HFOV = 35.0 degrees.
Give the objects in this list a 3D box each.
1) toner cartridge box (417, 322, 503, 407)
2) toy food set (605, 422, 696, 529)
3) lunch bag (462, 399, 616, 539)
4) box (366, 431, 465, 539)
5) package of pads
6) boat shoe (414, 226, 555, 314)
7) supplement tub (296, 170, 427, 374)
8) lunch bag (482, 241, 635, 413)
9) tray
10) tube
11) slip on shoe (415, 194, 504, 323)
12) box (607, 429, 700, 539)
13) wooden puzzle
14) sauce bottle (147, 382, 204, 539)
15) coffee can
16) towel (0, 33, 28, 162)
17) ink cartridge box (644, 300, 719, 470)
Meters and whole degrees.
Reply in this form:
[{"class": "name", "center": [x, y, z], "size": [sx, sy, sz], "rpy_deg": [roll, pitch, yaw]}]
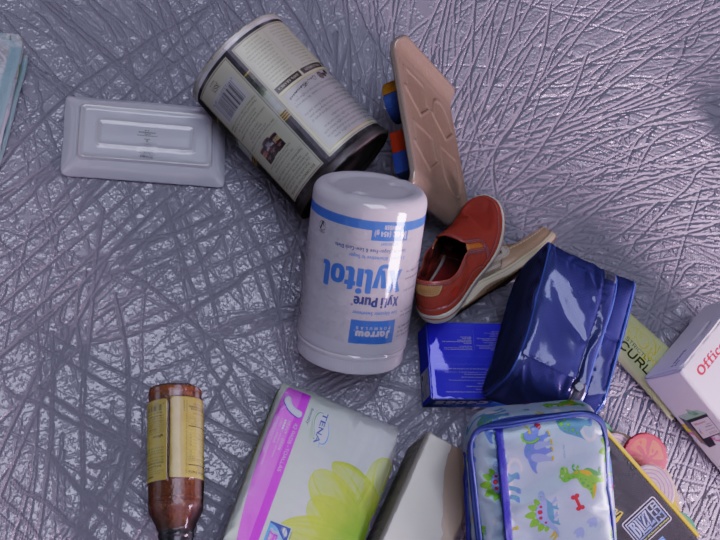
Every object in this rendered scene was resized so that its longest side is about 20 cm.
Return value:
[{"class": "toner cartridge box", "center": [0.171, 0.115, 1.385], "size": [0.197, 0.043, 0.097], "rpy_deg": [2, 71, -13]}, {"class": "toy food set", "center": [0.296, 0.278, 1.352], "size": [0.196, 0.049, 0.202], "rpy_deg": [-22, 76, -20]}, {"class": "lunch bag", "center": [0.187, 0.245, 1.214], "size": [0.158, 0.082, 0.203], "rpy_deg": [-4, 96, 0]}, {"class": "box", "center": [0.057, 0.292, 1.265], "size": [0.077, 0.095, 0.202], "rpy_deg": [28, 67, -3]}, {"class": "package of pads", "center": [-0.053, 0.243, 1.268], "size": [0.153, 0.068, 0.202], "rpy_deg": [22, 67, -5]}, {"class": "boat shoe", "center": [0.156, -0.008, 1.412], "size": [0.199, 0.071, 0.065], "rpy_deg": [-32, 80, -21]}, {"class": "supplement tub", "center": [0.000, 0.000, 1.288], "size": [0.130, 0.132, 0.203], "rpy_deg": [2, 109, -13]}, {"class": "lunch bag", "center": [0.233, 0.088, 1.312], "size": [0.131, 0.136, 0.202], "rpy_deg": [21, 70, -4]}, {"class": "tray", "center": [-0.262, -0.161, 1.394], "size": [0.197, 0.022, 0.109], "rpy_deg": [3, 70, -13]}, {"class": "tube", "center": [0.341, 0.091, 1.436], "size": [0.200, 0.052, 0.058], "rpy_deg": [45, 110, -2]}, {"class": "slip on shoe", "center": [0.118, -0.026, 1.359], "size": [0.073, 0.062, 0.201], "rpy_deg": [8, 46, 30]}, {"class": "box", "center": [0.254, 0.304, 1.284], "size": [0.200, 0.049, 0.160], "rpy_deg": [-42, 87, -1]}, {"class": "wooden puzzle", "center": [0.077, -0.162, 1.415], "size": [0.046, 0.185, 0.203], "rpy_deg": [-12, 71, 23]}, {"class": "sauce bottle", "center": [-0.202, 0.226, 1.241], "size": [0.065, 0.066, 0.203], "rpy_deg": [3, 70, -13]}, {"class": "coffee can", "center": [-0.084, -0.186, 1.378], "size": [0.146, 0.147, 0.200], "rpy_deg": [-40, 83, -23]}, {"class": "towel", "center": [-0.493, -0.201, 1.340], "size": [0.168, 0.048, 0.203], "rpy_deg": [10, 68, -7]}, {"class": "ink cartridge box", "center": [0.469, 0.154, 1.406], "size": [0.145, 0.084, 0.201], "rpy_deg": [-43, 95, -23]}]
